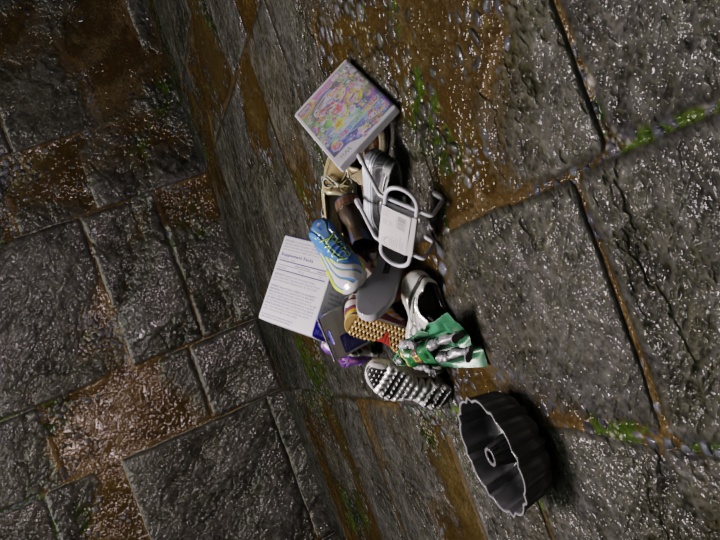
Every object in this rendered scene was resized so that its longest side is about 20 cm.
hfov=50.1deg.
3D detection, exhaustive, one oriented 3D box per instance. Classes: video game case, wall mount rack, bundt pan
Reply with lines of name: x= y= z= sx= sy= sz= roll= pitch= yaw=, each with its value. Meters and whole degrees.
video game case: x=-0.028 y=-0.280 z=1.371 sx=0.018 sy=0.143 sz=0.201 roll=37 pitch=-169 yaw=-46
wall mount rack: x=0.052 y=-0.102 z=1.308 sx=0.171 sy=0.075 sz=0.202 roll=25 pitch=146 yaw=14
bundt pan: x=0.241 y=0.288 z=1.253 sx=0.204 sy=0.074 sz=0.204 roll=90 pitch=154 yaw=-50

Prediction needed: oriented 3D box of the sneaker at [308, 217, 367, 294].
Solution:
sneaker: x=-0.055 y=-0.034 z=1.452 sx=0.105 sy=0.075 sz=0.200 roll=49 pitch=-177 yaw=-30

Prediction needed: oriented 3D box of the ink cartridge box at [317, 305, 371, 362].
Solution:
ink cartridge box: x=-0.019 y=0.120 z=1.667 sx=0.039 sy=0.198 sz=0.102 roll=-20 pitch=91 yaw=44

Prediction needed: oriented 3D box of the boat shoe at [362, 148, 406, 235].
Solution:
boat shoe: x=0.048 y=-0.127 z=1.395 sx=0.070 sy=0.072 sz=0.202 roll=29 pitch=153 yaw=31

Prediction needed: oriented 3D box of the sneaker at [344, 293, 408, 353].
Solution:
sneaker: x=0.061 y=0.103 z=1.504 sx=0.075 sy=0.196 sz=0.091 roll=-55 pitch=18 yaw=34

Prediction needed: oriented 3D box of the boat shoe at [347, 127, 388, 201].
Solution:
boat shoe: x=0.007 y=-0.201 z=1.435 sx=0.076 sy=0.072 sz=0.203 roll=54 pitch=157 yaw=40

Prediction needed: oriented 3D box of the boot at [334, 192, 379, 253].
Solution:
boot: x=0.004 y=-0.059 z=1.515 sx=0.200 sy=0.073 sz=0.099 roll=53 pitch=-162 yaw=-58

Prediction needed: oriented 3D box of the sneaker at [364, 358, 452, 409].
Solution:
sneaker: x=0.086 y=0.208 z=1.496 sx=0.076 sy=0.197 sz=0.082 roll=-52 pitch=34 yaw=23

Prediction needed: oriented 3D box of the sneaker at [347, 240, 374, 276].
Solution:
sneaker: x=0.000 y=0.000 z=1.629 sx=0.201 sy=0.074 sz=0.086 roll=57 pitch=-173 yaw=-53

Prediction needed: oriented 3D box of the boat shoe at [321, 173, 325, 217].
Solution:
boat shoe: x=-0.056 y=-0.136 z=1.703 sx=0.070 sy=0.070 sz=0.204 roll=51 pitch=155 yaw=44

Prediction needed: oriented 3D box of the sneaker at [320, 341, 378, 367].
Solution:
sneaker: x=-0.031 y=0.196 z=1.817 sx=0.199 sy=0.083 sz=0.081 roll=22 pitch=-152 yaw=-54

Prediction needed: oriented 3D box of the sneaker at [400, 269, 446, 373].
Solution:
sneaker: x=0.124 y=0.103 z=1.410 sx=0.087 sy=0.074 sz=0.205 roll=24 pitch=132 yaw=67

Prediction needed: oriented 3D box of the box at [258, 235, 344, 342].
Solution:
box: x=-0.110 y=0.042 z=1.736 sx=0.181 sy=0.104 sz=0.205 roll=14 pitch=83 yaw=41

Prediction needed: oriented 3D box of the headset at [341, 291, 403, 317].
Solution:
headset: x=0.038 y=0.115 z=1.614 sx=0.122 sy=0.095 sz=0.200 roll=-12 pitch=134 yaw=38

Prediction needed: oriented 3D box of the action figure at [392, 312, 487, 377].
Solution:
action figure: x=0.121 y=0.145 z=1.365 sx=0.119 sy=0.055 sz=0.199 roll=54 pitch=145 yaw=-9

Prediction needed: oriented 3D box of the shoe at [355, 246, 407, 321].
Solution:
shoe: x=0.047 y=0.041 z=1.449 sx=0.092 sy=0.070 sz=0.202 roll=79 pitch=-155 yaw=-43

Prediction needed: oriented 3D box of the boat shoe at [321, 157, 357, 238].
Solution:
boat shoe: x=-0.048 y=-0.142 z=1.606 sx=0.063 sy=0.071 sz=0.206 roll=-73 pitch=-10 yaw=-68
